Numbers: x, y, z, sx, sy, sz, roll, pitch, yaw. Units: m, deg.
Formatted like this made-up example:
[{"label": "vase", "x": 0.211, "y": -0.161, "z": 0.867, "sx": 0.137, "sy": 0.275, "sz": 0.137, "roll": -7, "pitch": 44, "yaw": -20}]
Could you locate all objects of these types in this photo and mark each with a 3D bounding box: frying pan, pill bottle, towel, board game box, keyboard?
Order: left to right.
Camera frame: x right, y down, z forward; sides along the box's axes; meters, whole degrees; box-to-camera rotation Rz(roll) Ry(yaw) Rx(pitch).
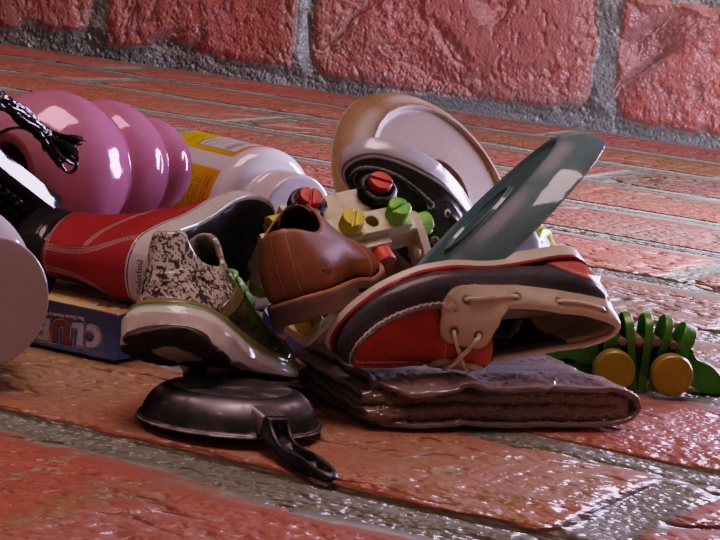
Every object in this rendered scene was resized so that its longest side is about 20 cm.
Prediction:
[{"label": "pill bottle", "x": -0.283, "y": 0.002, "z": 1.532, "sx": 0.112, "sy": 0.112, "sz": 0.200, "roll": 0, "pitch": 10, "yaw": -33}, {"label": "keyboard", "x": -0.269, "y": -0.079, "z": 1.631, "sx": 0.127, "sy": 0.021, "sz": 0.200, "roll": -31, "pitch": -34, "yaw": 13}, {"label": "board game box", "x": -0.217, "y": 0.023, "z": 1.686, "sx": 0.200, "sy": 0.035, "sz": 0.135, "roll": 11, "pitch": 10, "yaw": 29}, {"label": "pill bottle", "x": -0.118, "y": -0.060, "z": 2.037, "sx": 0.109, "sy": 0.109, "sz": 0.200, "roll": -2, "pitch": 12, "yaw": -41}, {"label": "frying pan", "x": -0.076, "y": 0.089, "z": 1.397, "sx": 0.115, "sy": 0.031, "sz": 0.190, "roll": 4, "pitch": 6, "yaw": -6}, {"label": "towel", "x": 0.068, "y": 0.074, "z": 1.554, "sx": 0.200, "sy": 0.034, "sz": 0.133, "roll": 2, "pitch": 11, "yaw": -26}]

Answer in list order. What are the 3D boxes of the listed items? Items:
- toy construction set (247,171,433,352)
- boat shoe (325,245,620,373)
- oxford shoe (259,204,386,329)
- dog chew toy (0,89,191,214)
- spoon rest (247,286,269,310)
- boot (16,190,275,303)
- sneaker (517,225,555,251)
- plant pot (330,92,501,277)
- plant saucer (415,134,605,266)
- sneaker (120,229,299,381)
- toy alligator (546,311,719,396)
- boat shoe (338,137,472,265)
[{"label": "toy construction set", "x": 0.000, "y": 0.000, "z": 1.721, "sx": 0.200, "sy": 0.092, "sz": 0.131, "roll": -1, "pitch": 47, "yaw": -43}, {"label": "boat shoe", "x": 0.074, "y": 0.034, "z": 1.504, "sx": 0.200, "sy": 0.071, "sz": 0.063, "roll": -11, "pitch": 55, "yaw": -30}, {"label": "oxford shoe", "x": -0.028, "y": -0.012, "z": 1.550, "sx": 0.071, "sy": 0.071, "sz": 0.200, "roll": -17, "pitch": 3, "yaw": 6}, {"label": "dog chew toy", "x": -0.205, "y": -0.077, "z": 1.808, "sx": 0.125, "sy": 0.125, "sz": 0.200, "roll": 12, "pitch": 11, "yaw": 34}, {"label": "spoon rest", "x": -0.162, "y": -0.005, "z": 1.878, "sx": 0.200, "sy": 0.061, "sz": 0.099, "roll": 24, "pitch": 16, "yaw": 20}, {"label": "boot", "x": -0.160, "y": -0.025, "z": 1.703, "sx": 0.144, "sy": 0.072, "sz": 0.200, "roll": 9, "pitch": 13, "yaw": 27}, {"label": "sneaker", "x": 0.133, "y": 0.015, "z": 1.712, "sx": 0.105, "sy": 0.076, "sz": 0.200, "roll": 42, "pitch": 4, "yaw": -2}, {"label": "plant pot", "x": 0.059, "y": -0.060, "z": 1.918, "sx": 0.200, "sy": 0.200, "sz": 0.027, "roll": -4, "pitch": -21, "yaw": -48}, {"label": "plant saucer", "x": 0.088, "y": -0.028, "z": 1.627, "sx": 0.027, "sy": 0.200, "sz": 0.200, "roll": 45, "pitch": 8, "yaw": -5}, {"label": "sneaker", "x": -0.087, "y": 0.023, "z": 1.491, "sx": 0.077, "sy": 0.089, "sz": 0.200, "roll": 0, "pitch": -12, "yaw": 16}, {"label": "toy alligator", "x": 0.170, "y": 0.054, "z": 1.676, "sx": 0.200, "sy": 0.054, "sz": 0.059, "roll": 5, "pitch": 9, "yaw": -6}, {"label": "boat shoe", "x": 0.059, "y": -0.027, "z": 1.817, "sx": 0.069, "sy": 0.057, "sz": 0.200, "roll": -30, "pitch": -55, "yaw": 31}]
